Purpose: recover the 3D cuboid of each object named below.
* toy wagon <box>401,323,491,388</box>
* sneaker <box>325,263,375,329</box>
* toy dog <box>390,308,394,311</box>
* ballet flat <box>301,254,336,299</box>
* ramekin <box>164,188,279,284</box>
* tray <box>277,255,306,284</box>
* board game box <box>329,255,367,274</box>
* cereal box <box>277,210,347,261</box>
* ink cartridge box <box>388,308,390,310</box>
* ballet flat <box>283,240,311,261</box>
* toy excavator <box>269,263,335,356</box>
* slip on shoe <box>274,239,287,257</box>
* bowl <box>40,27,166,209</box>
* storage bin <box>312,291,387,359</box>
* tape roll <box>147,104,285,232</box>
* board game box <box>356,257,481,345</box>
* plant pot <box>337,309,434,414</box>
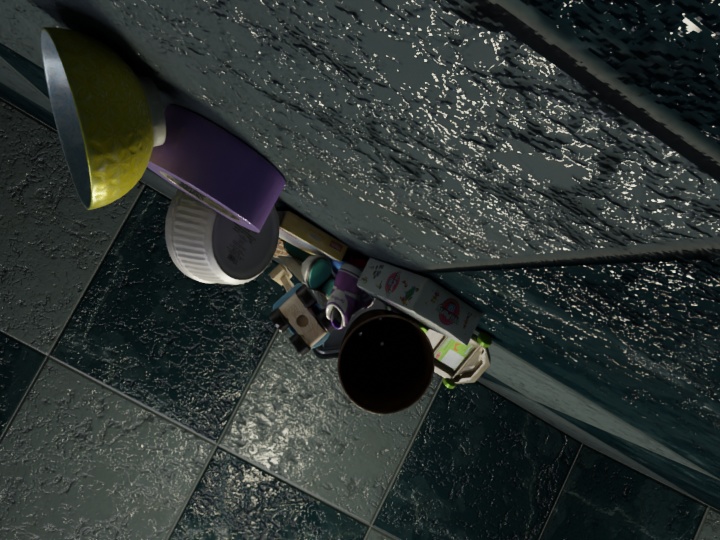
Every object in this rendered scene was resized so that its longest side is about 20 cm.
[{"bbox_3d":[0.181,0.164,1.238,0.197,0.157,0.040,31,-145,-2],"label":"toy wagon"},{"bbox_3d":[-0.027,0.069,1.185,0.071,0.117,0.201,18,167,19],"label":"sneaker"},{"bbox_3d":[0.166,0.129,1.349,0.200,0.096,0.132,44,178,3],"label":"toy dog"},{"bbox_3d":[-0.088,0.007,1.192,0.068,0.071,0.200,26,169,22],"label":"ballet flat"},{"bbox_3d":[-0.233,-0.071,1.023,0.103,0.205,0.199,12,165,35],"label":"ramekin"},{"bbox_3d":[-0.110,0.017,1.400,0.107,0.022,0.199,42,-173,35],"label":"tray"},{"bbox_3d":[0.000,0.000,1.215,0.157,0.040,0.198,34,165,-31],"label":"board game box"},{"bbox_3d":[-0.122,-0.073,1.176,0.142,0.040,0.199,30,174,-23],"label":"cereal box"},{"bbox_3d":[0.009,0.081,1.598,0.199,0.085,0.144,35,172,-36],"label":"ink cartridge box"},{"bbox_3d":[-0.099,-0.027,1.381,0.197,0.069,0.073,32,-166,-13],"label":"ballet flat"},{"bbox_3d":[-0.139,0.075,1.255,0.196,0.099,0.200,50,180,-1],"label":"toy excavator"},{"bbox_3d":[-0.232,-0.086,1.539,0.062,0.075,0.199,68,-165,16],"label":"slip on shoe"},{"bbox_3d":[-0.296,-0.182,0.687,0.106,0.206,0.198,-16,-159,-31],"label":"bowl"},{"bbox_3d":[-0.020,0.110,1.340,0.194,0.138,0.146,-7,-150,-12],"label":"storage bin"},{"bbox_3d":[-0.212,-0.143,0.835,0.197,0.086,0.200,29,173,4],"label":"tape roll"},{"bbox_3d":[0.101,0.054,1.047,0.146,0.065,0.199,32,175,-30],"label":"board game box"},{"bbox_3d":[0.038,0.154,1.155,0.184,0.190,0.200,30,-173,-11],"label":"plant pot"}]
